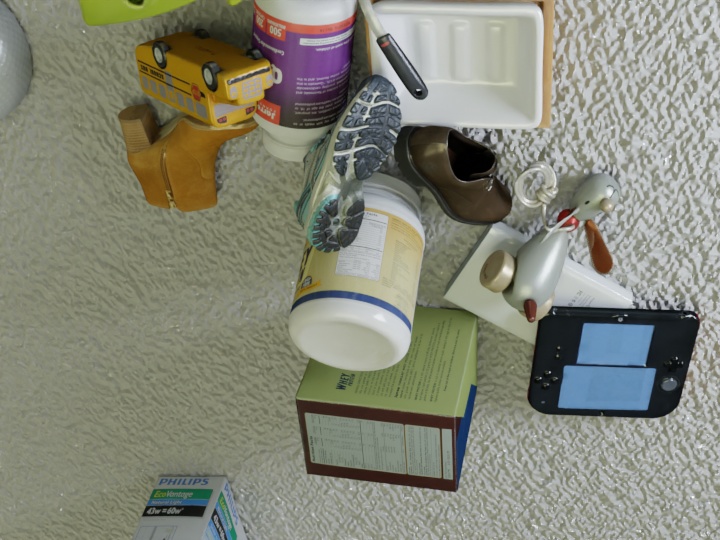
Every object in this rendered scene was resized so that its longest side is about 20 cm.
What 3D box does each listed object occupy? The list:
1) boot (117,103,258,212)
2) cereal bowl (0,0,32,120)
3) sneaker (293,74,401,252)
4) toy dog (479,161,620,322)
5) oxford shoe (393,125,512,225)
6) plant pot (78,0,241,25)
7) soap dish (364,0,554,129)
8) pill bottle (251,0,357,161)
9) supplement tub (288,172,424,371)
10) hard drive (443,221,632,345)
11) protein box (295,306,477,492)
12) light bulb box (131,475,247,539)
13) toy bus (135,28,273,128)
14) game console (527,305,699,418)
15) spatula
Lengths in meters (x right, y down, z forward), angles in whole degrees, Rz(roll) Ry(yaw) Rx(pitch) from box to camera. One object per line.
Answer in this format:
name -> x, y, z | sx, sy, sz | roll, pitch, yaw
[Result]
boot -> -0.193, -0.139, 1.370 | 0.199, 0.071, 0.145 | 0, 133, 20
cereal bowl -> -0.506, -0.253, 1.353 | 0.198, 0.084, 0.202 | 8, 129, 9
sneaker -> -0.026, -0.126, 1.216 | 0.077, 0.086, 0.202 | 7, 116, -39
toy dog -> 0.224, -0.016, 1.289 | 0.130, 0.097, 0.202 | 9, 121, -17
oxford shoe -> 0.125, -0.101, 1.253 | 0.084, 0.074, 0.199 | -2, 161, 38
plant pot -> -0.183, -0.374, 1.104 | 0.179, 0.200, 0.202 | -1, 126, 8
soap dish -> 0.108, -0.233, 1.196 | 0.198, 0.082, 0.159 | 4, 128, 13
pill bottle -> -0.066, -0.225, 1.230 | 0.111, 0.113, 0.202 | 12, 128, 6
supplement tub -> 0.000, 0.000, 1.310 | 0.143, 0.202, 0.145 | 8, 150, 5
hard drive -> 0.221, 0.031, 1.401 | 0.199, 0.026, 0.132 | 28, 129, -6
protein box -> 0.041, 0.157, 1.436 | 0.198, 0.199, 0.136 | 5, 128, 12
light bulb box -> -0.269, 0.463, 1.757 | 0.123, 0.201, 0.200 | -2, 126, 15
toy bus -> -0.174, -0.214, 1.231 | 0.199, 0.065, 0.079 | 29, 133, 44
game console -> 0.316, 0.118, 1.413 | 0.197, 0.031, 0.178 | 2, 132, 1
spatula -> 0.015, -0.255, 1.141 | 0.056, 0.021, 0.201 | -20, 118, 27
